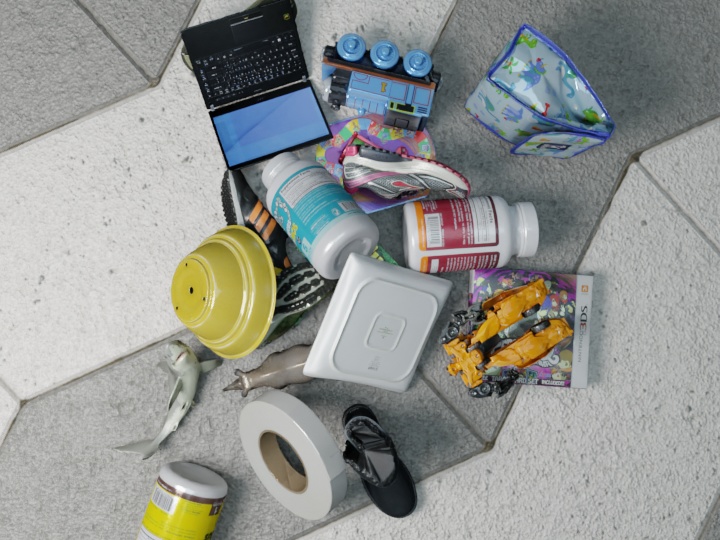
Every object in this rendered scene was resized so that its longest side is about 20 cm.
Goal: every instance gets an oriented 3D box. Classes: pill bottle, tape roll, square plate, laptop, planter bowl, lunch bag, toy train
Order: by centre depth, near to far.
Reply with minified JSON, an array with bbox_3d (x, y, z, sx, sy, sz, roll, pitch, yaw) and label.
[{"bbox_3d":[-0.221,0.030,1.049,0.199,0.083,0.203,-3,85,40],"label":"planter bowl"},{"bbox_3d":[-0.102,0.274,1.054,0.037,0.202,0.204,-29,89,-40],"label":"tape roll"},{"bbox_3d":[0.034,0.089,1.073,0.198,0.028,0.200,15,102,-32],"label":"square plate"},{"bbox_3d":[-0.069,-0.091,1.074,0.111,0.111,0.200,-39,63,-2],"label":"pill bottle"},{"bbox_3d":[-0.283,0.404,1.080,0.108,0.109,0.202,20,88,-1],"label":"pill bottle"},{"bbox_3d":[0.274,-0.248,1.085,0.199,0.170,0.128,35,87,-3],"label":"lunch bag"},{"bbox_3d":[-0.157,-0.285,1.093,0.175,0.103,0.202,-19,123,-8],"label":"laptop"},{"bbox_3d":[0.168,-0.057,1.105,0.197,0.113,0.114,-4,89,-2],"label":"pill bottle"},{"bbox_3d":[0.028,-0.293,1.113,0.198,0.087,0.116,13,78,-2],"label":"toy train"}]

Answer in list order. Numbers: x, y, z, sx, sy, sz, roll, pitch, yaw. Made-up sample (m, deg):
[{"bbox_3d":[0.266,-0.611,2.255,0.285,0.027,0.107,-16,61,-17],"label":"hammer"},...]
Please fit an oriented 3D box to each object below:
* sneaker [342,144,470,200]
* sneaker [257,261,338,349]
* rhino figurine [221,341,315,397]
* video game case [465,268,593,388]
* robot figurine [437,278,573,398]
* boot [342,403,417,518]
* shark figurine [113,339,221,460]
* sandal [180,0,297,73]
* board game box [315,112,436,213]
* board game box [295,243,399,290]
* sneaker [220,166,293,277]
[{"bbox_3d":[0.070,-0.140,1.087,0.198,0.081,0.076,12,101,2],"label":"sneaker"},{"bbox_3d":[-0.115,0.059,1.108,0.199,0.089,0.077,-34,66,6],"label":"sneaker"},{"bbox_3d":[-0.121,0.153,1.102,0.198,0.087,0.060,-17,89,-3],"label":"rhino figurine"},{"bbox_3d":[0.269,0.092,1.143,0.197,0.036,0.184,5,87,-2],"label":"video game case"},{"bbox_3d":[0.217,0.105,1.094,0.199,0.058,0.146,-30,88,-3],"label":"robot figurine"},{"bbox_3d":[0.029,0.300,1.064,0.076,0.168,0.202,-26,90,-3],"label":"boot"},{"bbox_3d":[-0.302,0.189,1.114,0.089,0.128,0.216,29,106,24],"label":"shark figurine"},{"bbox_3d":[-0.190,-0.373,1.129,0.200,0.057,0.080,-31,126,-1],"label":"sandal"},{"bbox_3d":[0.025,-0.179,1.138,0.198,0.039,0.160,-15,89,-3],"label":"board game box"},{"bbox_3d":[0.000,0.000,1.140,0.105,0.023,0.200,-44,90,0],"label":"board game box"},{"bbox_3d":[-0.158,-0.070,1.125,0.089,0.070,0.202,-15,85,-24],"label":"sneaker"}]
